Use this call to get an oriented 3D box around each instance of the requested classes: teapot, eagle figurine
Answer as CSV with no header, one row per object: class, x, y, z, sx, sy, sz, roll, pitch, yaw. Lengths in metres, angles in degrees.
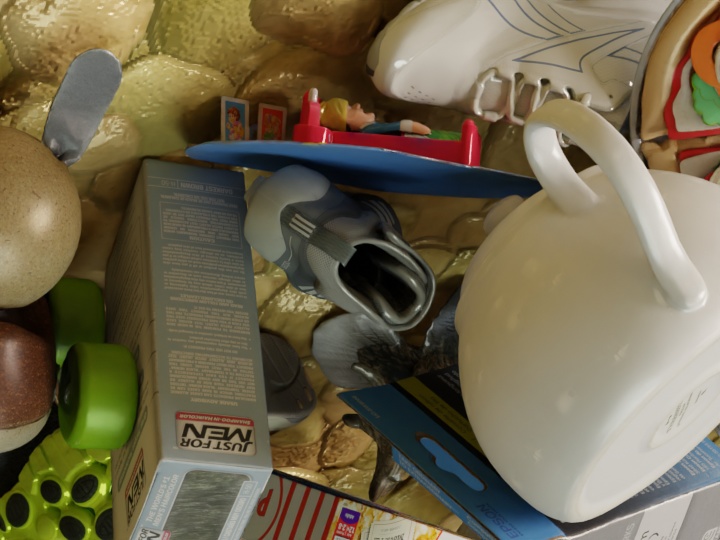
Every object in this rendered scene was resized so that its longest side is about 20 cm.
teapot,0.117,0.016,1.039,0.200,0.146,0.197,-52,158,25
eagle figurine,0.076,0.078,1.329,0.151,0.152,0.199,3,-160,37

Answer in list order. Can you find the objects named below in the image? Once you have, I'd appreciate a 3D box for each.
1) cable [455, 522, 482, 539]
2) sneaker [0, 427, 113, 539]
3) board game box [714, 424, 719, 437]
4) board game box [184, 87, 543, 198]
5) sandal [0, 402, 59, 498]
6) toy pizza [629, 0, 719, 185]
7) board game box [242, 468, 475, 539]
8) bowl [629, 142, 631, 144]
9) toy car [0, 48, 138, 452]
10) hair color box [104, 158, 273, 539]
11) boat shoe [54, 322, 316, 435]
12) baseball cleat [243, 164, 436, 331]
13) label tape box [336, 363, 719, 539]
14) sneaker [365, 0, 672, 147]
cable,0.129,0.187,1.432,0.069,0.201,0.200,37,159,-12
sneaker,-0.152,0.127,1.203,0.083,0.075,0.200,-22,172,-37
board game box,0.363,0.112,1.561,0.199,0.062,0.200,13,131,-40
board game box,0.010,-0.070,1.095,0.199,0.039,0.157,8,176,-37
sandal,-0.200,0.086,1.242,0.076,0.043,0.201,-8,134,-32
toy pizza,0.237,-0.076,1.065,0.198,0.032,0.202,2,112,5
board game box,-0.024,0.162,1.330,0.200,0.151,0.047,26,81,-53
bowl,0.197,-0.002,1.228,0.104,0.202,0.201,-16,150,26
toy car,-0.191,-0.024,1.043,0.163,0.158,0.202,4,112,-22
hair color box,-0.094,0.049,1.096,0.060,0.201,0.099,8,138,-17
boat shoe,-0.111,0.078,1.233,0.072,0.076,0.199,-34,152,32
baseball cleat,0.000,0.000,1.128,0.070,0.106,0.200,-54,161,7
label tape box,0.093,0.113,1.142,0.199,0.144,0.064,-11,130,-43
sneaker,0.099,-0.107,1.100,0.198,0.088,0.075,-4,142,-23
